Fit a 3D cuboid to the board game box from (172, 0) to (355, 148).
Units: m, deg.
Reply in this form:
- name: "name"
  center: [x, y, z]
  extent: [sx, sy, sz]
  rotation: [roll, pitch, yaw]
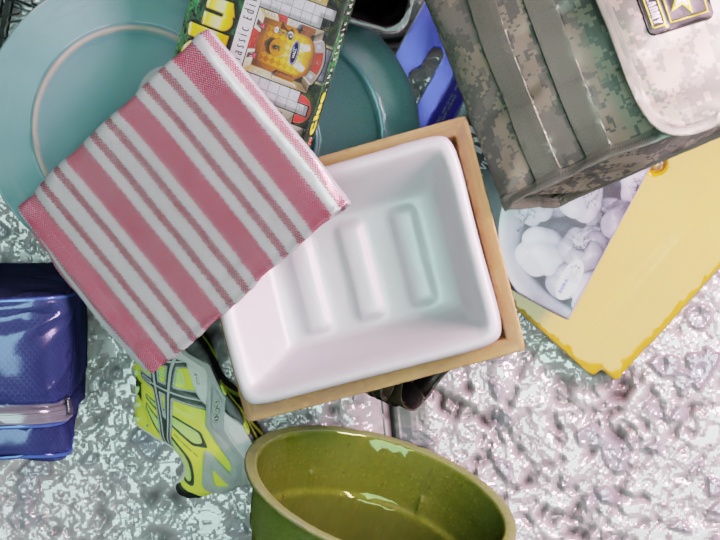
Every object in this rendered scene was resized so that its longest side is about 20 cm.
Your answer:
- name: "board game box"
  center: [-0.063, -0.151, 1.278]
  extent: [0.104, 0.023, 0.201]
  rotation: [22, 106, 15]

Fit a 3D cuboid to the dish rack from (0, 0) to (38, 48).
- name: "dish rack"
  center: [-0.227, -0.139, 1.421]
  extent: [0.199, 0.054, 0.155]
  rotation: [16, 99, 22]

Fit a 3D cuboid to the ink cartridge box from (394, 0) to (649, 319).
- name: "ink cartridge box"
  center: [0.107, -0.099, 1.414]
  extent: [0.199, 0.043, 0.199]
  rotation: [28, 94, -7]

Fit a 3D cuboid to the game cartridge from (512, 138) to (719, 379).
- name: "game cartridge"
  center: [0.183, -0.044, 1.466]
  extent: [0.176, 0.032, 0.200]
  rotation: [42, 98, -4]

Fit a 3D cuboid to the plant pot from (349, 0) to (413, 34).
- name: "plant pot"
  center: [-0.039, -0.287, 1.366]
  extent: [0.198, 0.177, 0.201]
  rotation: [15, 100, -1]

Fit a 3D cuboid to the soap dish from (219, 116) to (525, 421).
- name: "soap dish"
  center: [0.000, 0.000, 1.336]
  extent: [0.199, 0.081, 0.159]
  rotation: [-15, 89, 14]

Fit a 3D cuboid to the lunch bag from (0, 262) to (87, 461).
- name: "lunch bag"
  center: [-0.261, 0.072, 1.400]
  extent: [0.135, 0.200, 0.133]
  rotation: [0, 99, -4]

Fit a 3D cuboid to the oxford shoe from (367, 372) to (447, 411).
- name: "oxford shoe"
  center: [0.007, 0.063, 1.421]
  extent: [0.199, 0.072, 0.085]
  rotation: [-22, 67, 36]

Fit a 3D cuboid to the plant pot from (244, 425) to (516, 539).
- name: "plant pot"
  center: [-0.011, 0.241, 1.435]
  extent: [0.199, 0.200, 0.191]
  rotation: [17, 109, -1]

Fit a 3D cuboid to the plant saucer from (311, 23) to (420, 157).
- name: "plant saucer"
  center: [-0.057, -0.092, 1.400]
  extent: [0.198, 0.027, 0.202]
  rotation: [1, 95, 13]

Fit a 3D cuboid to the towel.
- name: "towel"
  center: [-0.117, -0.042, 1.296]
  extent: [0.200, 0.030, 0.147]
  rotation: [-40, 89, 25]

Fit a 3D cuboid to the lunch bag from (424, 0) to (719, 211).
- name: "lunch bag"
  center: [0.165, -0.147, 1.289]
  extent: [0.199, 0.117, 0.165]
  rotation: [-24, 81, 27]

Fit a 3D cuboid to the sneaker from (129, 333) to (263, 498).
- name: "sneaker"
  center: [-0.141, 0.077, 1.461]
  extent: [0.076, 0.075, 0.201]
  rotation: [-28, 94, 3]

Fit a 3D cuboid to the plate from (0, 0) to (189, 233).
- name: "plate"
  center: [-0.155, -0.099, 1.350]
  extent: [0.199, 0.026, 0.202]
  rotation: [-3, 103, -13]
